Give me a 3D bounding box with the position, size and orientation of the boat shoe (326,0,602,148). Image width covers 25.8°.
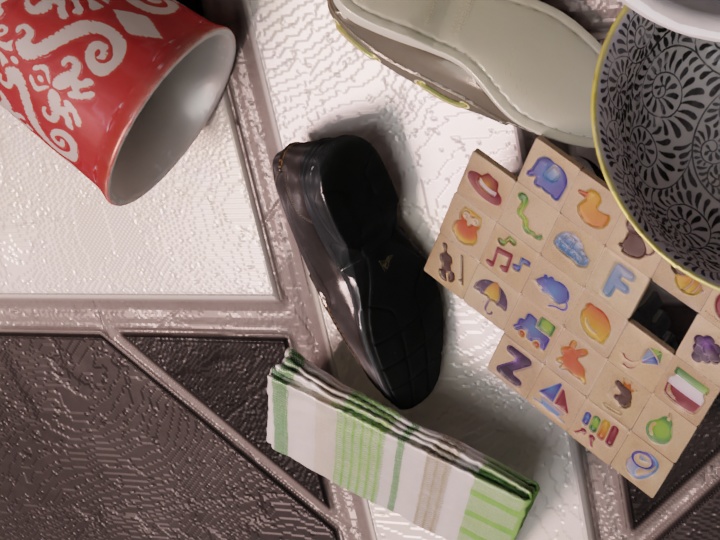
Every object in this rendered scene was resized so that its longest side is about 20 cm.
[{"bbox_3d":[0.070,-0.131,0.938,0.200,0.073,0.060,28,168,-5],"label":"boat shoe"}]

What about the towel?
[{"bbox_3d":[0.026,0.133,1.104,0.198,0.031,0.150,26,155,9],"label":"towel"}]

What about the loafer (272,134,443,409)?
[{"bbox_3d":[0.000,0.000,1.053,0.072,0.073,0.202,10,125,50],"label":"loafer"}]

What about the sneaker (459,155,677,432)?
[{"bbox_3d":[0.127,0.029,1.002,0.115,0.075,0.202,-12,105,39],"label":"sneaker"}]

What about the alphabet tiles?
[{"bbox_3d":[0.129,0.021,0.941,0.199,0.008,0.168,38,133,19],"label":"alphabet tiles"}]

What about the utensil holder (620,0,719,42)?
[{"bbox_3d":[0.195,-0.222,0.735,0.168,0.200,0.172,12,123,19],"label":"utensil holder"}]

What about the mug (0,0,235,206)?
[{"bbox_3d":[-0.207,-0.139,1.033,0.199,0.133,0.178,36,125,8],"label":"mug"}]

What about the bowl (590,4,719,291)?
[{"bbox_3d":[0.220,-0.072,0.854,0.198,0.094,0.203,0,79,2],"label":"bowl"}]
